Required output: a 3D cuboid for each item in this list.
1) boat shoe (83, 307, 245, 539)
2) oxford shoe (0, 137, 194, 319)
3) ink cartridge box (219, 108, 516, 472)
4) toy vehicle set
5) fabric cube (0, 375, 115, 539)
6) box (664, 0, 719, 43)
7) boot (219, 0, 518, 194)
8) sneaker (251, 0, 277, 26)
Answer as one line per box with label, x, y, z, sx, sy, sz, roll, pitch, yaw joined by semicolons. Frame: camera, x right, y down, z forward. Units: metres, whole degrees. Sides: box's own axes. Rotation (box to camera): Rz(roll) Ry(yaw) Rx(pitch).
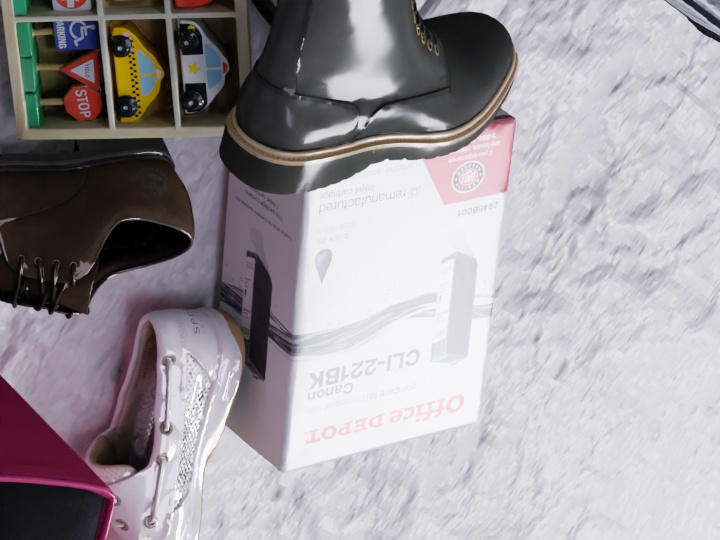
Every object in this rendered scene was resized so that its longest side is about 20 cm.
boat shoe;-0.127;0.114;1.403;0.069;0.071;0.202;8;101;-38
oxford shoe;-0.174;-0.013;1.273;0.199;0.085;0.073;-17;152;-24
ink cartridge box;0.000;0.000;1.419;0.143;0.084;0.201;-12;122;-32
toy vehicle set;-0.119;-0.160;1.237;0.123;0.027;0.201;-2;121;2
fabric cube;-0.269;0.142;1.223;0.195;0.199;0.201;7;111;-38
box;0.242;-0.237;1.450;0.148;0.104;0.201;29;95;-42
boot;0.025;-0.126;1.253;0.200;0.077;0.139;-30;148;-44
sneaker;-0.015;-0.190;1.307;0.120;0.084;0.200;-35;130;-3
